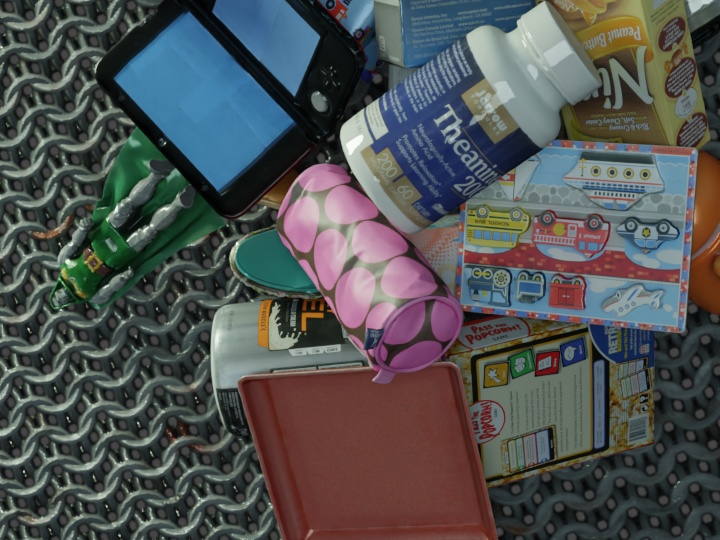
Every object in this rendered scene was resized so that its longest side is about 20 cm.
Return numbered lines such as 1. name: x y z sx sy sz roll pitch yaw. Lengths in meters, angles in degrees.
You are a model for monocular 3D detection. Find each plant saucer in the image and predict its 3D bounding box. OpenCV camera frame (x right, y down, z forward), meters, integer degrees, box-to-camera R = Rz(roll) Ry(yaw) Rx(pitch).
1. plant saucer: 0.011 0.162 1.387 0.199 0.037 0.201 -6 117 17

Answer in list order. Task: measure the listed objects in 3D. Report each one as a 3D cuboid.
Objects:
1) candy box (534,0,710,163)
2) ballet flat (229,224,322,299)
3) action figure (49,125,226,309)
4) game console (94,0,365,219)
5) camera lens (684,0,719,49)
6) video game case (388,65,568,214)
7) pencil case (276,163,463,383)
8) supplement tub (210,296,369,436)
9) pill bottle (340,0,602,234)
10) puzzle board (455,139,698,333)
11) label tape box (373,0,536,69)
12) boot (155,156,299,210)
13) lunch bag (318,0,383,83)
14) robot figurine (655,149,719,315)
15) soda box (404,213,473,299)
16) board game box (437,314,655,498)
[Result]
1. candy box: 0.211 -0.188 1.314 0.055 0.115 0.201 -37 123 -32
2. ballet flat: -0.022 -0.012 1.452 0.199 0.064 0.076 -6 82 -10
3. action figure: -0.226 -0.025 1.472 0.118 0.055 0.200 49 122 3
4. game console: -0.118 -0.180 1.383 0.200 0.173 0.119 46 56 12
5. camera lens: 0.252 -0.288 1.373 0.160 0.160 0.201 -34 92 7
6. video game case: 0.116 -0.151 1.468 0.181 0.024 0.201 2 95 5
7. pencil case: 0.000 0.000 1.337 0.090 0.200 0.094 11 120 -38
8. supplement tub: -0.030 0.082 1.454 0.199 0.123 0.123 -6 95 5
9. pill bottle: 0.091 -0.126 1.292 0.199 0.111 0.111 -34 92 16
10. puzzle board: 0.176 -0.032 1.328 0.199 0.017 0.152 5 98 21
11. label tape box: 0.084 -0.279 1.327 0.143 0.063 0.201 -10 108 -19
12. boot: -0.094 -0.136 1.467 0.200 0.071 0.145 18 91 -1
13. lunch bag: -0.031 -0.294 1.434 0.200 0.094 0.151 42 99 18
14. robot figurine: 0.299 -0.035 1.395 0.199 0.116 0.145 30 56 -34
15. soda box: 0.124 -0.017 1.416 0.199 0.064 0.069 -7 102 -11
16. board game box: 0.164 0.106 1.417 0.199 0.046 0.152 -12 119 -14
